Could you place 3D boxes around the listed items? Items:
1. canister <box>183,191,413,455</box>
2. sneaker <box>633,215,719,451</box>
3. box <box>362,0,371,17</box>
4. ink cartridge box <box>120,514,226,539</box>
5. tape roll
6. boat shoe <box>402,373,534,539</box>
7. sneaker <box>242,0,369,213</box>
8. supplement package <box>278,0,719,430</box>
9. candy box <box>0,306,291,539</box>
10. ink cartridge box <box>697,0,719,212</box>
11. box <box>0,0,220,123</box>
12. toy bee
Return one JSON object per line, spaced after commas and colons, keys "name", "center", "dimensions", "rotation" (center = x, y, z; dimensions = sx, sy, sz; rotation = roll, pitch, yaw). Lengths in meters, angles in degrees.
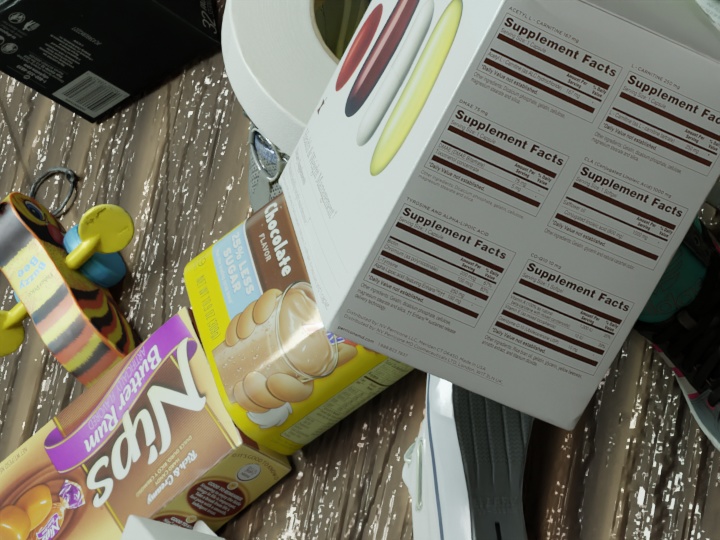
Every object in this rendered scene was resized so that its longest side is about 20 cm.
{"name": "canister", "center": [0.000, 0.000, 1.544], "dimensions": [0.200, 0.086, 0.149], "rotation": [-36, 52, 21]}
{"name": "sneaker", "center": [0.174, 0.024, 1.370], "dimensions": [0.084, 0.121, 0.200], "rotation": [-43, 49, 13]}
{"name": "box", "center": [-0.027, -0.213, 1.619], "dimensions": [0.137, 0.040, 0.201], "rotation": [19, 120, 45]}
{"name": "ink cartridge box", "center": [-0.106, 0.217, 1.477], "dimensions": [0.117, 0.067, 0.200], "rotation": [-69, 24, 7]}
{"name": "tape roll", "center": [0.021, -0.134, 1.488], "dimensions": [0.201, 0.037, 0.204], "rotation": [5, 57, -8]}
{"name": "boat shoe", "center": [0.051, 0.111, 1.446], "dimensions": [0.067, 0.073, 0.201], "rotation": [-15, 69, 44]}
{"name": "sneaker", "center": [-0.052, -0.113, 1.594], "dimensions": [0.075, 0.082, 0.201], "rotation": [33, 128, 37]}
{"name": "supplement package", "center": [0.074, -0.067, 1.319], "dimensions": [0.201, 0.146, 0.191], "rotation": [-62, 19, 17]}
{"name": "candy box", "center": [-0.146, 0.131, 1.614], "dimensions": [0.200, 0.056, 0.117], "rotation": [-40, 49, 18]}
{"name": "ink cartridge box", "center": [0.247, -0.102, 1.426], "dimensions": [0.177, 0.045, 0.200], "rotation": [-53, 47, 3]}
{"name": "box", "center": [-0.197, -0.232, 1.768], "dimensions": [0.124, 0.148, 0.201], "rotation": [-29, 54, 26]}
{"name": "toy bee", "center": [-0.216, -0.002, 1.700], "dimensions": [0.200, 0.109, 0.131], "rotation": [32, 92, 43]}
